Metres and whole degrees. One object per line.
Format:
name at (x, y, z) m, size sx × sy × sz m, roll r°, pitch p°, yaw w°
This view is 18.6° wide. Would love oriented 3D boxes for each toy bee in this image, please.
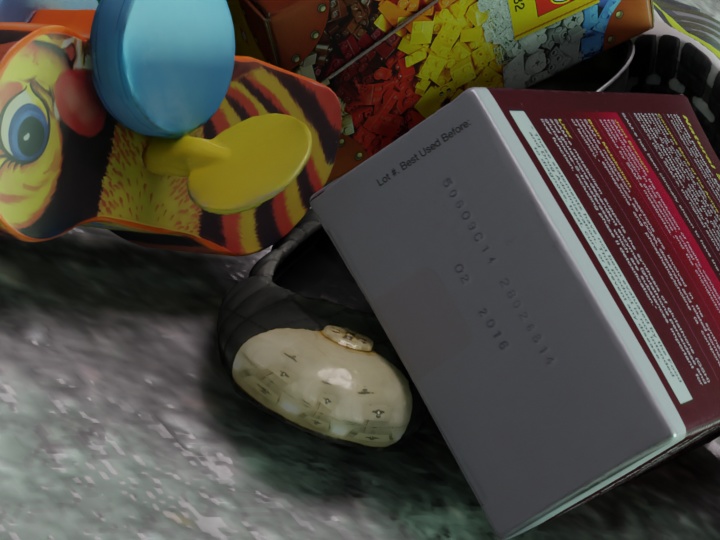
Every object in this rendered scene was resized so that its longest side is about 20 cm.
toy bee at (-0.089, -0.037, 0.600) m, size 0.200 × 0.109 × 0.131 m, roll 24°, pitch -14°, yaw -30°

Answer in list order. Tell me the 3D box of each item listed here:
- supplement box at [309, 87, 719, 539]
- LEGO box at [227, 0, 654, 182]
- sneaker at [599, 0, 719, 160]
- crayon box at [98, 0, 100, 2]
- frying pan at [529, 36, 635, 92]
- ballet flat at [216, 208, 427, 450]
supplement box at (0.073, 0.005, 0.659) m, size 0.109 × 0.061 × 0.200 m, roll 61°, pitch 24°, yaw 10°
LEGO box at (-0.005, -0.138, 0.850) m, size 0.149 × 0.077 × 0.200 m, roll -25°, pitch 41°, yaw -13°
sneaker at (0.136, -0.063, 0.852) m, size 0.081 × 0.074 × 0.200 m, roll 7°, pitch 28°, yaw -20°
crayon box at (-0.155, -0.141, 0.800) m, size 0.118 × 0.058 × 0.200 m, roll 12°, pitch 25°, yaw -36°
frying pan at (0.040, -0.068, 0.865) m, size 0.031 × 0.115 × 0.190 m, roll 67°, pitch -10°, yaw -19°
ballet flat at (0.000, 0.000, 0.657) m, size 0.066 × 0.057 × 0.200 m, roll 26°, pitch 20°, yaw -2°
